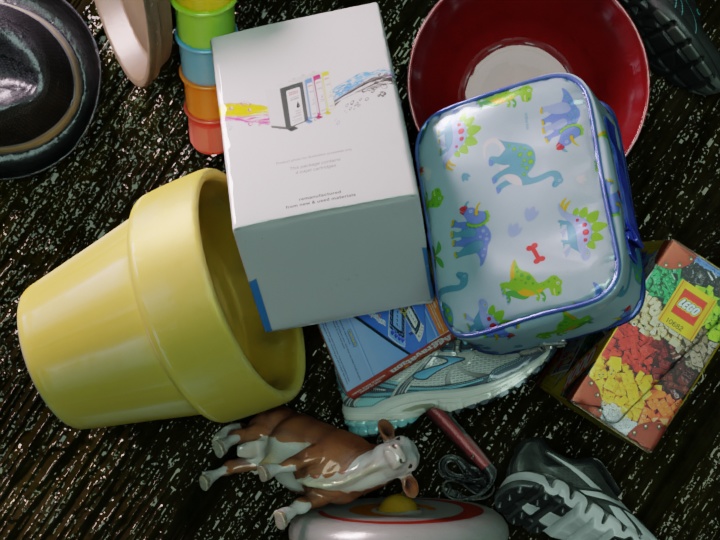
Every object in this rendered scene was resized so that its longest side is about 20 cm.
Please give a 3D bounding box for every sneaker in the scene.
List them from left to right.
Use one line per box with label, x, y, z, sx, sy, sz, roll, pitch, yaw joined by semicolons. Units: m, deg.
sneaker;0.065;0.073;1.432;0.199;0.078;0.087;-20;96;19
sneaker;0.200;0.204;1.471;0.200;0.091;0.066;34;129;-18
sneaker;0.259;-0.241;1.489;0.079;0.075;0.200;-43;99;-21

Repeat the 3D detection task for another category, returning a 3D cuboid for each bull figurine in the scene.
bull figurine;-0.043;0.156;1.417;0.121;0.199;0.066;-15;104;-34

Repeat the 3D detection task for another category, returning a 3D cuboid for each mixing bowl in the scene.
mixing bowl;0.139;-0.152;1.469;0.199;0.108;0.202;0;88;1

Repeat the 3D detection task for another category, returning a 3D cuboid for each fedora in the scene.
fedora;-0.325;-0.172;1.484;0.199;0.092;0.202;0;87;0

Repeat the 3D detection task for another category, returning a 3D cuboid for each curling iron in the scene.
curling iron;0.048;0.117;1.499;0.049;0.026;0.200;-35;87;-3

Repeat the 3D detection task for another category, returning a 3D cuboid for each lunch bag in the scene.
lunch bag;0.133;-0.041;1.332;0.160;0.082;0.201;-18;66;22

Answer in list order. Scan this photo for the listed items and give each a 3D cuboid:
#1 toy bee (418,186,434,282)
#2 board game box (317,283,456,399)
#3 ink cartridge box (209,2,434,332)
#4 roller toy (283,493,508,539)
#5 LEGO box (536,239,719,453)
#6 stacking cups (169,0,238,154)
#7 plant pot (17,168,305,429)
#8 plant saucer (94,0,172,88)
toy bee;0.091;-0.022;1.465;0.131;0.109;0.200;45;89;4
board game box;0.000;0.000;1.450;0.103;0.019;0.201;-32;55;12
ink cartridge box;-0.031;-0.083;1.390;0.144;0.148;0.201;-11;54;2
roller toy;0.029;0.252;1.415;0.199;0.182;0.141;0;91;41
LEGO box;0.225;0.057;1.412;0.077;0.200;0.149;32;88;-1
stacking cups;-0.123;-0.181;1.440;0.060;0.201;0.061;-1;45;1
plant pot;-0.170;0.041;1.432;0.188;0.201;0.202;-20;87;14
plant saucer;-0.196;-0.252;1.440;0.029;0.200;0.201;-16;87;-17
